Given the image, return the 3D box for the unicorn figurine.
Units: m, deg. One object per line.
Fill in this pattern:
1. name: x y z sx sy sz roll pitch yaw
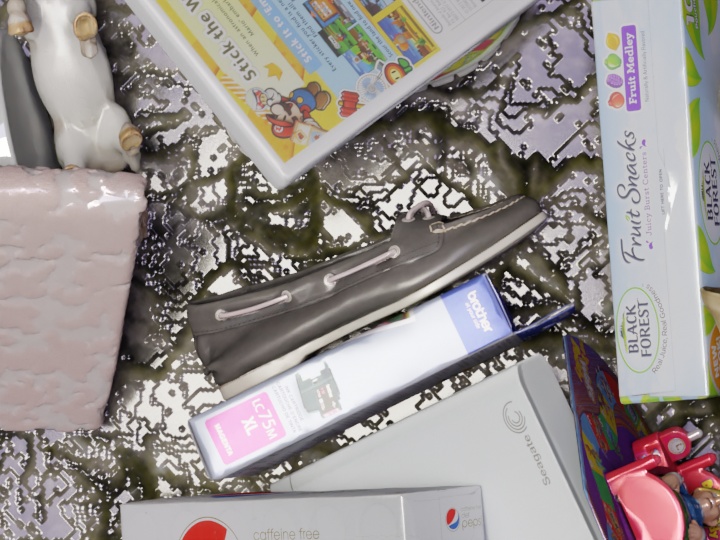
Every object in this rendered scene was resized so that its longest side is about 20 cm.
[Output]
1. unicorn figurine: -0.147 -0.116 1.355 0.073 0.137 0.201 1 103 -5

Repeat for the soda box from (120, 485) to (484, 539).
1. soda box: -0.031 0.146 1.306 0.199 0.064 0.068 -7 86 41

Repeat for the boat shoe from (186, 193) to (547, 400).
1. boat shoe: 0.000 0.000 1.358 0.199 0.067 0.057 -29 91 7

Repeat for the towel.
1. towel: -0.215 0.013 1.297 0.199 0.191 0.032 2 49 -12

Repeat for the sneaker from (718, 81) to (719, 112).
1. sneaker: 0.240 -0.112 1.292 0.075 0.200 0.107 3 81 34

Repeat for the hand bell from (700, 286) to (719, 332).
1. hand bell: 0.191 0.115 1.212 0.104 0.104 0.201 11 95 5

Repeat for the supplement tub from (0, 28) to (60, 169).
1. supplement tub: -0.264 -0.042 1.348 0.199 0.132 0.133 -12 87 3

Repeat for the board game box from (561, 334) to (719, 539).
1. board game box: 0.156 0.114 1.271 0.039 0.200 0.158 -26 121 16

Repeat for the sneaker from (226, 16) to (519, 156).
1. sneaker: 0.014 -0.125 1.349 0.200 0.090 0.078 -39 84 1

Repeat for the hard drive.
1. hard drive: 0.047 0.136 1.307 0.200 0.027 0.132 -29 84 44

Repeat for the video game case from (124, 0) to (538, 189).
1. video game case: -0.034 -0.168 1.300 0.182 0.023 0.200 -37 86 -22

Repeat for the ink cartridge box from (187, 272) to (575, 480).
1. ink cartridge box: 0.015 0.049 1.328 0.199 0.119 0.042 -24 85 4

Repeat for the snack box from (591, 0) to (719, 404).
1. snack box: 0.170 -0.037 1.305 0.053 0.142 0.201 -5 88 29
